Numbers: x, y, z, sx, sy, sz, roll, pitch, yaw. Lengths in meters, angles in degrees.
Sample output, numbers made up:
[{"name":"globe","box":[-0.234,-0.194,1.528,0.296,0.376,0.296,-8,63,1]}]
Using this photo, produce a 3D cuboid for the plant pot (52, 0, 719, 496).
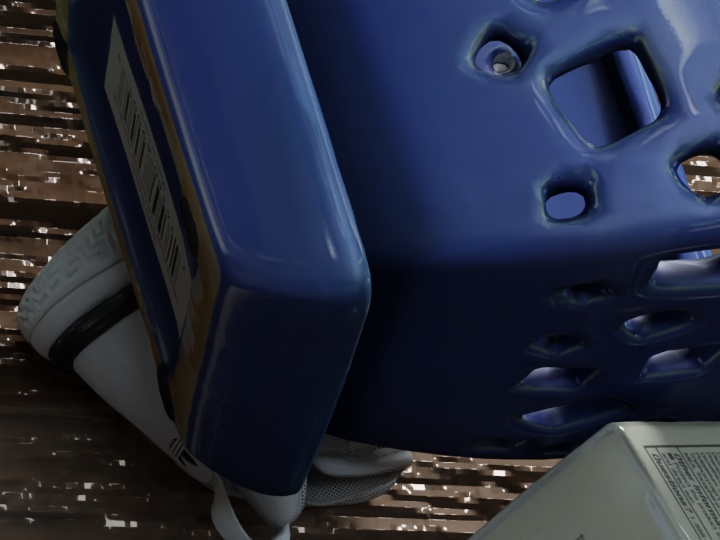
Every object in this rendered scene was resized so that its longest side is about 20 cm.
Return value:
[{"name":"plant pot","box":[0.021,-0.055,0.787,0.179,0.200,0.201,-14,72,-13]}]

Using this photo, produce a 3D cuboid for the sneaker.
[{"name":"sneaker","box":[0.000,0.000,0.906,0.200,0.075,0.115,-36,84,-29]}]

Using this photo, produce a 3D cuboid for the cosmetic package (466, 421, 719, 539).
[{"name":"cosmetic package","box":[0.116,0.107,0.841,0.199,0.087,0.104,5,49,-54]}]
